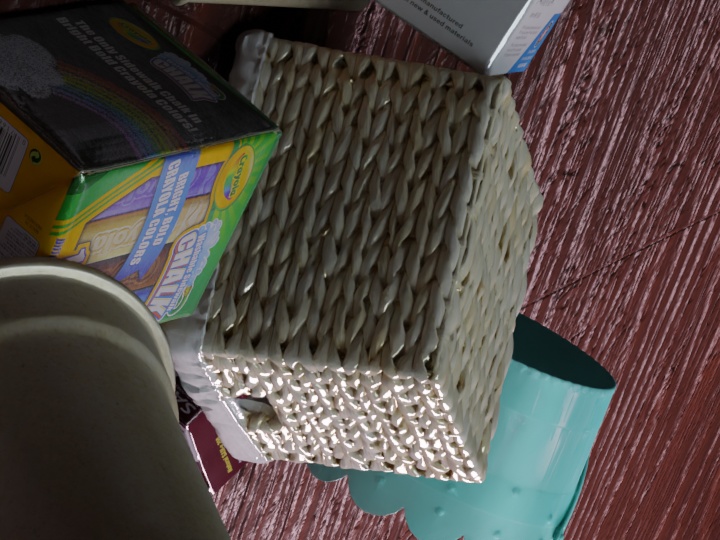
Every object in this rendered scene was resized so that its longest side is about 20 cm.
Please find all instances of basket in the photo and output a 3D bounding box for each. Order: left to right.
[{"bbox_3d":[0.000,0.000,1.703,0.198,0.160,0.201,66,36,-65],"label":"basket"}]

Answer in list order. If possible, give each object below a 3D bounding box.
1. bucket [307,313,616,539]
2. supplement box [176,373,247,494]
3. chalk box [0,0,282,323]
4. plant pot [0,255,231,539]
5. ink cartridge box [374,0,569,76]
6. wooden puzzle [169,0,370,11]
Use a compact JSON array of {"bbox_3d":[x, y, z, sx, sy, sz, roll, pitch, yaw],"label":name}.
[{"bbox_3d":[0.065,0.095,2.021,0.135,0.207,0.207,-63,155,10],"label":"bucket"},{"bbox_3d":[-0.050,0.036,1.890,0.200,0.061,0.109,-44,156,-16],"label":"supplement box"},{"bbox_3d":[-0.135,-0.050,1.522,0.200,0.124,0.124,-14,138,-53],"label":"chalk box"},{"bbox_3d":[-0.141,0.128,1.392,0.200,0.184,0.201,-18,131,-21],"label":"plant pot"},{"bbox_3d":[0.104,-0.216,1.708,0.200,0.084,0.145,-56,173,10],"label":"ink cartridge box"},{"bbox_3d":[-0.002,-0.216,1.620,0.200,0.037,0.185,-10,134,-57],"label":"wooden puzzle"}]
